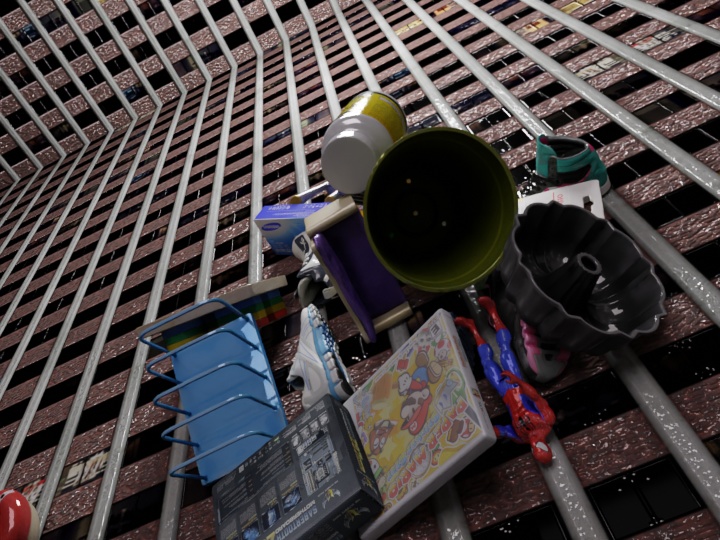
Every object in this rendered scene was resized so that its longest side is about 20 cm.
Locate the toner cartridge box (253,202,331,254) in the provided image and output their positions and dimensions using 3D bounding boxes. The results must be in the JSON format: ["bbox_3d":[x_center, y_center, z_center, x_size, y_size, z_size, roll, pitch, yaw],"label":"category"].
[{"bbox_3d":[-0.104,-0.077,1.188,0.198,0.096,0.043,2,45,39],"label":"toner cartridge box"}]

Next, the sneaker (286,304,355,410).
[{"bbox_3d":[-0.074,0.127,0.918,0.086,0.075,0.201,-32,32,5],"label":"sneaker"}]

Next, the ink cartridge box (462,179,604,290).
[{"bbox_3d":[0.254,-0.051,0.905,0.197,0.068,0.118,-13,37,25],"label":"ink cartridge box"}]

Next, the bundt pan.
[{"bbox_3d":[0.252,0.016,0.743,0.198,0.076,0.204,12,47,-13],"label":"bundt pan"}]

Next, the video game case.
[{"bbox_3d":[0.053,0.170,0.708,0.200,0.023,0.183,-48,32,25],"label":"video game case"}]

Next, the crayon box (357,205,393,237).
[{"bbox_3d":[0.089,-0.131,1.148,0.199,0.059,0.118,-41,34,-17],"label":"crayon box"}]

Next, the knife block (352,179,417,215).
[{"bbox_3d":[0.061,-0.169,1.078,0.197,0.064,0.177,-25,56,-7],"label":"knife block"}]

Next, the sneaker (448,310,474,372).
[{"bbox_3d":[0.085,0.134,0.779,0.084,0.077,0.202,-14,38,32],"label":"sneaker"}]

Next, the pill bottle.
[{"bbox_3d":[0.005,-0.194,0.954,0.111,0.114,0.201,-15,25,21],"label":"pill bottle"}]

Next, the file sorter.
[{"bbox_3d":[-0.198,0.159,0.839,0.137,0.123,0.202,-25,65,4],"label":"file sorter"}]

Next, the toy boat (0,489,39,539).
[{"bbox_3d":[-0.554,0.392,0.866,0.129,0.132,0.201,6,47,41],"label":"toy boat"}]

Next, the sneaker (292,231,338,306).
[{"bbox_3d":[-0.085,0.001,1.082,0.198,0.080,0.129,25,51,40],"label":"sneaker"}]

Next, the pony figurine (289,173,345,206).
[{"bbox_3d":[-0.024,-0.188,1.227,0.192,0.167,0.200,-36,3,36],"label":"pony figurine"}]

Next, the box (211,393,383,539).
[{"bbox_3d":[-0.081,0.262,0.724,0.199,0.051,0.158,-41,31,6],"label":"box"}]

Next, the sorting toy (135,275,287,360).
[{"bbox_3d":[-0.225,0.080,1.024,0.196,0.071,0.200,-21,1,9],"label":"sorting toy"}]

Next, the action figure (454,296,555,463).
[{"bbox_3d":[0.150,0.120,0.699,0.065,0.098,0.202,-45,48,28],"label":"action figure"}]

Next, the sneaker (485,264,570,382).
[{"bbox_3d":[0.204,0.063,0.804,0.096,0.078,0.202,-50,29,40],"label":"sneaker"}]

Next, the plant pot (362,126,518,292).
[{"bbox_3d":[0.093,-0.082,0.869,0.198,0.202,0.193,-30,6,-2],"label":"plant pot"}]

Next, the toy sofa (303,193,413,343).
[{"bbox_3d":[0.000,0.000,0.908,0.082,0.202,0.098,-28,25,3],"label":"toy sofa"}]

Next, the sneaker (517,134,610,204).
[{"bbox_3d":[0.276,-0.142,0.962,0.197,0.122,0.084,-23,33,10],"label":"sneaker"}]
